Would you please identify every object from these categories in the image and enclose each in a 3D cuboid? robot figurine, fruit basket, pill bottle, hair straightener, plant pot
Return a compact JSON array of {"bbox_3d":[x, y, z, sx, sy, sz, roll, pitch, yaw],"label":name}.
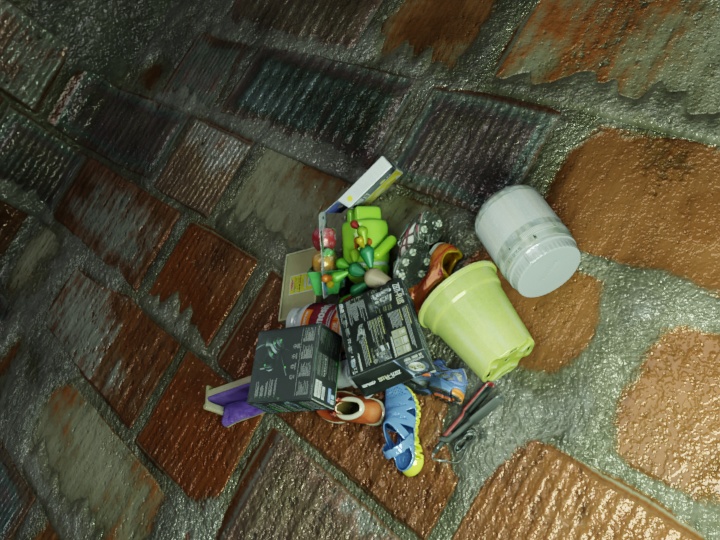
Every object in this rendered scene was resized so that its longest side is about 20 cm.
[{"bbox_3d":[0.013,-0.054,1.595,0.175,0.114,0.203,-12,81,61],"label":"robot figurine"},{"bbox_3d":[-0.080,-0.045,1.605,0.092,0.185,0.203,2,98,2],"label":"fruit basket"},{"bbox_3d":[-0.084,0.138,1.590,0.198,0.113,0.115,1,68,36],"label":"pill bottle"},{"bbox_3d":[0.221,0.323,1.319,0.200,0.041,0.077,-47,49,7],"label":"hair straightener"},{"bbox_3d":[0.249,0.116,1.323,0.200,0.200,0.185,-42,60,11],"label":"plant pot"}]

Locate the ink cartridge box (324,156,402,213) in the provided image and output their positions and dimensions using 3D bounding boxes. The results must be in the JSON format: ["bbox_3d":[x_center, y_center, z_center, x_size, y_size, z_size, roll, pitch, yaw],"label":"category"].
[{"bbox_3d":[0.013,-0.201,1.649,0.200,0.198,0.047,-45,86,11],"label":"ink cartridge box"}]

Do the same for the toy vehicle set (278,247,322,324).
[{"bbox_3d":[-0.157,0.039,1.751,0.123,0.026,0.203,-12,61,31],"label":"toy vehicle set"}]

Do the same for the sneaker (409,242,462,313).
[{"bbox_3d":[0.163,0.025,1.493,0.077,0.073,0.202,25,84,45],"label":"sneaker"}]

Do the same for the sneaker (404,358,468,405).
[{"bbox_3d":[0.154,0.228,1.408,0.198,0.076,0.079,15,56,41],"label":"sneaker"}]

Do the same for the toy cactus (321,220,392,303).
[{"bbox_3d":[0.000,0.000,1.472,0.164,0.102,0.203,25,98,37],"label":"toy cactus"}]

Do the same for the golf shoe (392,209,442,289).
[{"bbox_3d":[0.121,-0.042,1.492,0.088,0.077,0.202,-5,54,59],"label":"golf shoe"}]

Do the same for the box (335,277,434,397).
[{"bbox_3d":[0.049,0.139,1.374,0.162,0.086,0.202,-23,46,8],"label":"box"}]

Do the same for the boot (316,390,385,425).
[{"bbox_3d":[-0.044,0.310,1.476,0.198,0.107,0.076,-6,73,38],"label":"boot"}]

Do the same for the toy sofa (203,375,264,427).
[{"bbox_3d":[-0.307,0.330,1.675,0.198,0.083,0.099,-22,55,26],"label":"toy sofa"}]

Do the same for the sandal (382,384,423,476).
[{"bbox_3d":[0.082,0.331,1.385,0.079,0.087,0.202,-33,49,31],"label":"sandal"}]

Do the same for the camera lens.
[{"bbox_3d":[0.343,-0.067,1.351,0.159,0.160,0.201,-38,51,14],"label":"camera lens"}]

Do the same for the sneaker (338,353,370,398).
[{"bbox_3d":[-0.010,0.237,1.467,0.199,0.075,0.115,-34,15,33],"label":"sneaker"}]

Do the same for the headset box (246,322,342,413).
[{"bbox_3d":[-0.154,0.226,1.470,0.198,0.093,0.177,-11,59,30],"label":"headset box"}]

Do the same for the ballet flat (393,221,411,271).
[{"bbox_3d":[0.116,-0.033,1.573,0.070,0.067,0.203,-6,61,61],"label":"ballet flat"}]
